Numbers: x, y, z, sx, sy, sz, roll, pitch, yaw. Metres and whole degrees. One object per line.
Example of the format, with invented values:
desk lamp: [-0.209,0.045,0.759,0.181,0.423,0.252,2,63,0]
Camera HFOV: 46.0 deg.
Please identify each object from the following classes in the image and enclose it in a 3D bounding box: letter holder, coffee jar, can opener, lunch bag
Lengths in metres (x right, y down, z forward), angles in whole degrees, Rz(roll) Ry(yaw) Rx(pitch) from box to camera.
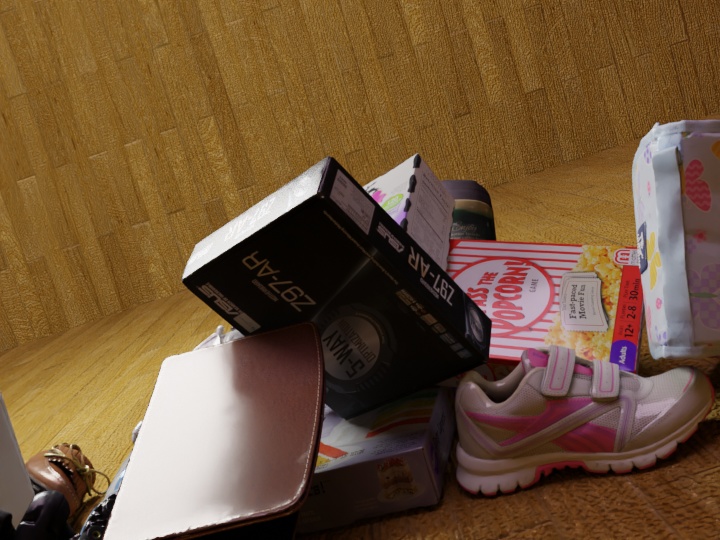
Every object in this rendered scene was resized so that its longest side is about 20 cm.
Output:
letter holder: [-0.077,0.141,0.596,0.140,0.102,0.201,-17,28,9]
coffee jar: [0.108,0.004,0.919,0.083,0.203,0.105,0,-33,-2]
can opener: [-0.237,0.200,0.584,0.064,0.078,0.201,-56,0,-39]
lunch bag: [0.278,-0.020,0.655,0.198,0.173,0.126,0,-6,-45]

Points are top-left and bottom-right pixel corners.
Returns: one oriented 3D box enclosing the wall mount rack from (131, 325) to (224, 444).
wall mount rack: [-0.163,0.144,0.954,0.198,0.075,0.174,-9,34,51]

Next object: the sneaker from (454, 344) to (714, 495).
sneaker: [0.155,0.097,0.621,0.196,0.090,0.081,-16,8,11]

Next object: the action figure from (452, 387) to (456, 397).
action figure: [0.061,0.110,0.836,0.197,0.067,0.052,-17,0,21]

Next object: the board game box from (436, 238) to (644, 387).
board game box: [0.151,0.041,0.761,0.196,0.047,0.153,3,43,22]

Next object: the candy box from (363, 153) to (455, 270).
candy box: [0.000,0.000,0.816,0.166,0.072,0.202,-29,27,28]

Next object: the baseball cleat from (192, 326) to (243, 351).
baseball cleat: [-0.142,0.140,0.843,0.104,0.071,0.202,6,43,18]

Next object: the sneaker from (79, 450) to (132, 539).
sneaker: [-0.201,0.217,0.753,0.073,0.071,0.200,-51,6,18]

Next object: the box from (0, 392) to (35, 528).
box: [-0.429,0.207,0.802,0.197,0.204,0.170,-22,7,-33]

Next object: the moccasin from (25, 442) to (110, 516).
moccasin: [-0.321,0.226,0.926,0.077,0.075,0.201,-29,1,-19]

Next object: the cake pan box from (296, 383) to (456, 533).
cake pan box: [-0.018,0.160,0.737,0.196,0.053,0.184,-17,6,16]

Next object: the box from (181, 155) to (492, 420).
box: [-0.017,0.024,0.665,0.159,0.200,0.044,-27,32,34]
